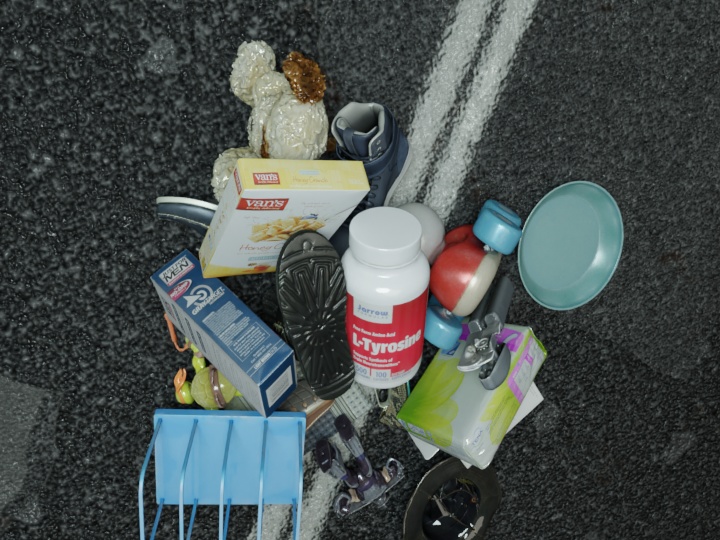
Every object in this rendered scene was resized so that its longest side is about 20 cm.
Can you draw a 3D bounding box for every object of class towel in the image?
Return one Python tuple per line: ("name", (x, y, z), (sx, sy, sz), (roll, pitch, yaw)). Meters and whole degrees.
("towel", (-0.102, 0.179, 0.848), (0.189, 0.035, 0.204), (-32, 113, -3))

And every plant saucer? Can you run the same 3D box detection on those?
("plant saucer", (0.329, -0.041, 0.910), (0.192, 0.036, 0.208), (-5, 106, -16))

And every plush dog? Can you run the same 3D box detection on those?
("plush dog", (-0.087, -0.158, 0.679), (0.155, 0.172, 0.207), (11, 101, -19))

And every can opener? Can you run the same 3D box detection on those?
("can opener", (0.182, 0.085, 0.785), (0.052, 0.201, 0.068), (-24, 106, 33))

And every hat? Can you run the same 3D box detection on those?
("hat", (0.136, 0.385, 0.946), (0.194, 0.080, 0.209), (-6, 104, -24))

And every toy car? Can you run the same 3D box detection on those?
("toy car", (0.097, -0.036, 0.802), (0.196, 0.177, 0.188), (32, 110, 6))

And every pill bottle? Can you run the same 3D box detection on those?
("pill bottle", (0.028, 0.034, 0.690), (0.108, 0.114, 0.206), (-10, 128, -13))

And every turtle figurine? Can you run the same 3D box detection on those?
("turtle figurine", (-0.185, 0.140, 0.762), (0.155, 0.064, 0.208), (-16, 88, -3))

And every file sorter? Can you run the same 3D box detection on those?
("file sorter", (-0.167, 0.270, 0.709), (0.192, 0.123, 0.144), (4, 111, -8))

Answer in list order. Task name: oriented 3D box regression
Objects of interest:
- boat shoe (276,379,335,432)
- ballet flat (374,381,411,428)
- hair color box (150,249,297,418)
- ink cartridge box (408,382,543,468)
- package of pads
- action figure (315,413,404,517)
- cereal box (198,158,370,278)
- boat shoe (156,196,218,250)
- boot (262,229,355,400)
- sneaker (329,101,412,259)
("boat shoe", (-0.113, 0.229, 0.808), (0.197, 0.076, 0.072), (-34, 117, 8))
("ballet flat", (0.050, 0.147, 0.867), (0.072, 0.068, 0.208), (3, 106, 4))
("hair color box", (-0.165, 0.076, 0.698), (0.060, 0.198, 0.101), (-41, 158, -27))
("ink cartridge box", (0.170, 0.218, 0.888), (0.198, 0.117, 0.068), (-40, 114, -2))
("package of pads", (0.162, 0.166, 0.819), (0.068, 0.152, 0.202), (47, 68, -27))
("action figure", (0.000, 0.319, 0.881), (0.129, 0.069, 0.203), (-39, 126, -10))
("cereal box", (-0.092, -0.053, 0.635), (0.139, 0.200, 0.041), (-6, 69, -29))
("boat shoe", (-0.170, -0.047, 0.741), (0.194, 0.074, 0.064), (15, 90, -29))
("boot", (-0.075, 0.036, 0.699), (0.077, 0.158, 0.219), (-14, 116, -19))
("sneaker", (-0.007, -0.104, 0.698), (0.075, 0.146, 0.209), (19, 82, 20))
